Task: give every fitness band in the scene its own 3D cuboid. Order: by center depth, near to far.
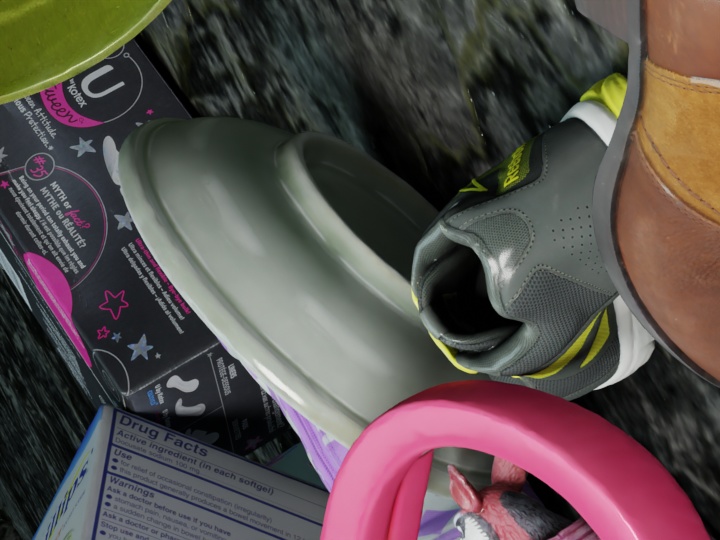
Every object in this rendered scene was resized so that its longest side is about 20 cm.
[{"bbox_3d":[0.050,0.125,0.836,0.144,0.037,0.200,28,129,30],"label":"fitness band"}]

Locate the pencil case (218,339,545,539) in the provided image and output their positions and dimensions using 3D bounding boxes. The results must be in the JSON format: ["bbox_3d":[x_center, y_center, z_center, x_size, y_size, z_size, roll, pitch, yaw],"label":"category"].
[{"bbox_3d":[0.006,0.068,1.056,0.200,0.085,0.084,-123,31,-44],"label":"pencil case"}]

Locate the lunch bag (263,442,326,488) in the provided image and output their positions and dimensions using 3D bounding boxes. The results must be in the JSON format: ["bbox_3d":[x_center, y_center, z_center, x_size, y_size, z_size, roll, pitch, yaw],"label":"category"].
[{"bbox_3d":[-0.006,0.183,1.422,0.160,0.077,0.200,56,166,15],"label":"lunch bag"}]

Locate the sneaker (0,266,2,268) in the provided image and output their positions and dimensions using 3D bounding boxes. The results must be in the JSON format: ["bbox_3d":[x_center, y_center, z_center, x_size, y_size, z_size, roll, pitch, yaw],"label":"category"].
[{"bbox_3d":[-0.230,-0.036,1.810,0.201,0.076,0.115,57,177,46],"label":"sneaker"}]

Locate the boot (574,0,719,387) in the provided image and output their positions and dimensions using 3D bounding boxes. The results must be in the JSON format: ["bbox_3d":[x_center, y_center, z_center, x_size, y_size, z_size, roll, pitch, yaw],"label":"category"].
[{"bbox_3d":[0.141,-0.007,0.596,0.200,0.068,0.188,35,145,44],"label":"boot"}]

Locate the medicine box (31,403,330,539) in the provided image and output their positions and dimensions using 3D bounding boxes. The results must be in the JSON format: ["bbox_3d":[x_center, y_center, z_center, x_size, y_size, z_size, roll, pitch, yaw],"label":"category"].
[{"bbox_3d":[-0.065,0.185,1.202,0.200,0.182,0.103,-88,24,-56],"label":"medicine box"}]

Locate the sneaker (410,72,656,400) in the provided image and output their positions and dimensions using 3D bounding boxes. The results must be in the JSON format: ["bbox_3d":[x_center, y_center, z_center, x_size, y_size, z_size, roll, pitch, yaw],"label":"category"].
[{"bbox_3d":[0.050,0.001,0.829,0.075,0.085,0.200,57,165,16],"label":"sneaker"}]

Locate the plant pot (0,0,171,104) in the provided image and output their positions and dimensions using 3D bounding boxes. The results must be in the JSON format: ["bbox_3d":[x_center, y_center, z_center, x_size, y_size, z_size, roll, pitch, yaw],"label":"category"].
[{"bbox_3d":[-0.186,-0.203,1.080,0.200,0.200,0.193,83,165,-59],"label":"plant pot"}]

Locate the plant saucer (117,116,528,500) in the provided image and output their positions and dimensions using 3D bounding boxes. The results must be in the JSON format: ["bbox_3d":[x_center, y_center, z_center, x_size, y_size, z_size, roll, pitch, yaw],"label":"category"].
[{"bbox_3d":[0.000,0.000,0.976,0.200,0.050,0.200,38,-163,-14],"label":"plant saucer"}]

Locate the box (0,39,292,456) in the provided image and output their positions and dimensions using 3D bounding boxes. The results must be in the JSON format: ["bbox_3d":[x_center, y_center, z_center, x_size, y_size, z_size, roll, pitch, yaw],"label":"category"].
[{"bbox_3d":[-0.113,-0.005,1.338,0.200,0.115,0.132,54,166,28],"label":"box"}]

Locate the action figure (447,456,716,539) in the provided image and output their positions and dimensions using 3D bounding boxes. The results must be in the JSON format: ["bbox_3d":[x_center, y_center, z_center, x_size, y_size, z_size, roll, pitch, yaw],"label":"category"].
[{"bbox_3d":[0.089,0.149,0.892,0.200,0.134,0.149,55,167,1],"label":"action figure"}]
